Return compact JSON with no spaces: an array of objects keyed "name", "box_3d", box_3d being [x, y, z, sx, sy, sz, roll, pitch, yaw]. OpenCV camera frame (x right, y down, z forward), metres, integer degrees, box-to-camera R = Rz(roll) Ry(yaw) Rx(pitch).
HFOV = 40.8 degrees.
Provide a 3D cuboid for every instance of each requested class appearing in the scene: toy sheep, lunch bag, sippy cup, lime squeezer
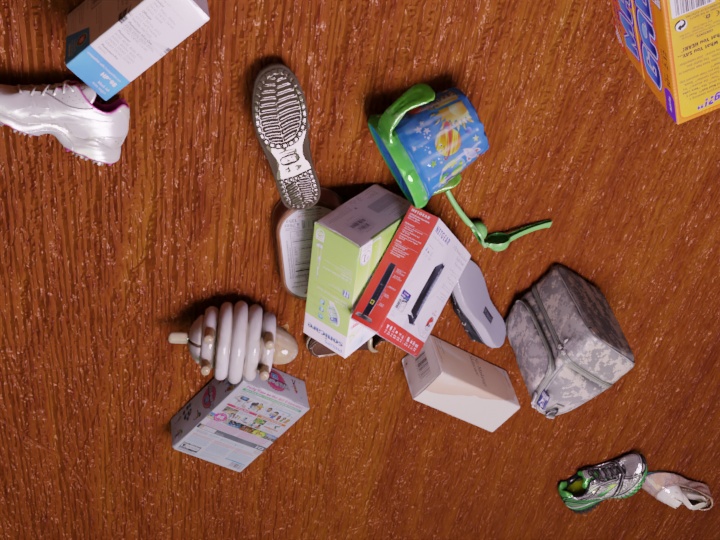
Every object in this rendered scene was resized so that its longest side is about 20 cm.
[{"name":"toy sheep","box_3d":[-0.193,0.109,1.475,0.198,0.139,0.139,10,130,-9]},{"name":"lunch bag","box_3d":[0.326,0.120,1.575,0.139,0.201,0.168,26,121,-32]},{"name":"sippy cup","box_3d":[0.096,-0.174,1.296,0.130,0.178,0.141,-31,93,0]},{"name":"lime squeezer","box_3d":[0.200,-0.066,1.480,0.198,0.038,0.071,15,127,-25]}]

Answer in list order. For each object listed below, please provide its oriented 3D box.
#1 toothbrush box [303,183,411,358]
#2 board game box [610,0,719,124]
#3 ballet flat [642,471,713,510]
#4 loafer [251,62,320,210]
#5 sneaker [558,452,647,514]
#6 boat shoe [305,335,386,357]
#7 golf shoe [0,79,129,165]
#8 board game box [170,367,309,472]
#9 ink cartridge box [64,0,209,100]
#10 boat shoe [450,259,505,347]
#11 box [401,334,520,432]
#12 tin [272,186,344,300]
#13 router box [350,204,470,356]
[{"name":"toothbrush box","box_3d":[0.000,0.000,1.396,0.145,0.086,0.202,-35,145,-43]},{"name":"board game box","box_3d":[0.424,-0.343,1.167,0.198,0.201,0.201,-21,134,6]},{"name":"ballet flat","box_3d":[0.694,0.484,2.104,0.198,0.068,0.068,13,127,-25]},{"name":"loafer","box_3d":[-0.102,-0.178,1.279,0.075,0.068,0.202,-12,119,-8]},{"name":"sneaker","box_3d":[0.501,0.436,2.001,0.199,0.078,0.085,-34,131,18]},{"name":"boat shoe","box_3d":[0.005,0.097,1.553,0.201,0.075,0.075,-27,133,11]},{"name":"golf shoe","box_3d":[-0.377,-0.203,1.186,0.199,0.075,0.092,20,109,-32]},{"name":"board game box","box_3d":[-0.206,0.245,1.645,0.147,0.065,0.200,28,121,-35]},{"name":"ink cartridge box","box_3d":[-0.238,-0.298,1.092,0.199,0.116,0.067,-33,132,17]},{"name":"boat shoe","box_3d":[0.177,0.057,1.572,0.056,0.069,0.201,4,141,37]},{"name":"box","box_3d":[0.175,0.198,1.682,0.199,0.095,0.078,25,122,-34]},{"name":"tin","box_3d":[-0.072,-0.035,1.438,0.111,0.042,0.201,-6,134,-4]},{"name":"router box","box_3d":[0.077,0.021,1.406,0.181,0.049,0.200,-61,156,-3]}]
